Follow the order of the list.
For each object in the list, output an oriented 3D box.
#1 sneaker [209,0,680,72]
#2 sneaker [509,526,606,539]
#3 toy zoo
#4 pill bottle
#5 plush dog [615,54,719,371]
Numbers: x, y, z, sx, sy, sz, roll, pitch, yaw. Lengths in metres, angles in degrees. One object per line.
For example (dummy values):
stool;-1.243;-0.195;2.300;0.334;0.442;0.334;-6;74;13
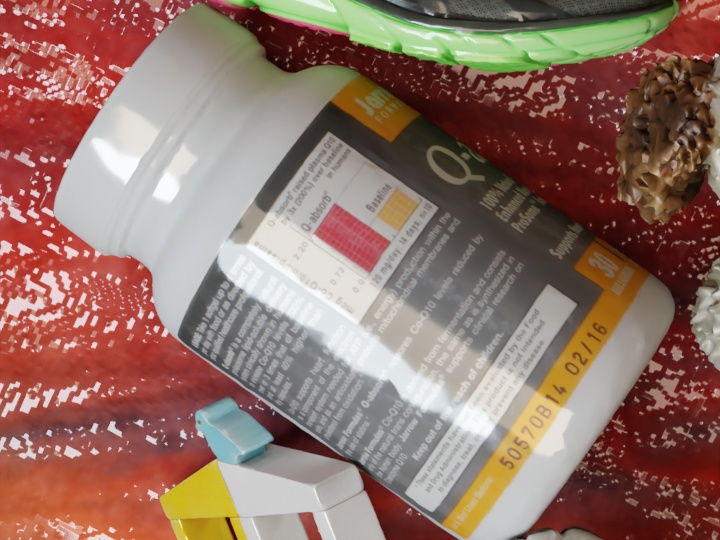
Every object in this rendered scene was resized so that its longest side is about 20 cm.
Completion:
sneaker;0.016;-0.120;0.818;0.200;0.077;0.084;15;101;6
sneaker;0.101;0.171;0.813;0.077;0.085;0.200;-34;127;26
toy zoo;-0.014;0.140;0.853;0.020;0.131;0.200;-24;95;-29
pill bottle;0.000;0.000;0.820;0.200;0.116;0.116;35;105;4
plush dog;0.179;-0.038;0.737;0.200;0.172;0.161;3;87;35
